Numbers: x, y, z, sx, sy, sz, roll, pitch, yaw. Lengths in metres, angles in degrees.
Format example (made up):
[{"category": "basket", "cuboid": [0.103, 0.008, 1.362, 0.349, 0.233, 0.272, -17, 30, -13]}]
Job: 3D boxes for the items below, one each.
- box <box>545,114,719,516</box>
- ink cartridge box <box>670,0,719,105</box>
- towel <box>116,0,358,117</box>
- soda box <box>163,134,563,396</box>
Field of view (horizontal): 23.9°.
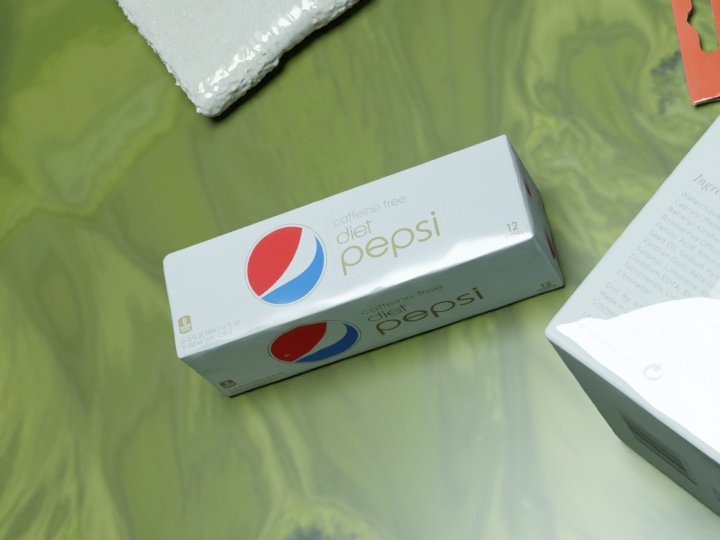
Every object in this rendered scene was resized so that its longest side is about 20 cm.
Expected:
[{"category": "box", "cuboid": [0.200, 0.006, 0.769, 0.106, 0.152, 0.200, 38, 85, 31]}, {"category": "ink cartridge box", "cuboid": [0.257, -0.164, 0.878, 0.199, 0.050, 0.110, -13, 64, 15]}, {"category": "towel", "cuboid": [-0.093, -0.195, 1.040, 0.132, 0.034, 0.200, -39, 61, 3]}, {"category": "soda box", "cuboid": [0.000, 0.000, 0.898, 0.199, 0.068, 0.064, -19, 62, 13]}]
